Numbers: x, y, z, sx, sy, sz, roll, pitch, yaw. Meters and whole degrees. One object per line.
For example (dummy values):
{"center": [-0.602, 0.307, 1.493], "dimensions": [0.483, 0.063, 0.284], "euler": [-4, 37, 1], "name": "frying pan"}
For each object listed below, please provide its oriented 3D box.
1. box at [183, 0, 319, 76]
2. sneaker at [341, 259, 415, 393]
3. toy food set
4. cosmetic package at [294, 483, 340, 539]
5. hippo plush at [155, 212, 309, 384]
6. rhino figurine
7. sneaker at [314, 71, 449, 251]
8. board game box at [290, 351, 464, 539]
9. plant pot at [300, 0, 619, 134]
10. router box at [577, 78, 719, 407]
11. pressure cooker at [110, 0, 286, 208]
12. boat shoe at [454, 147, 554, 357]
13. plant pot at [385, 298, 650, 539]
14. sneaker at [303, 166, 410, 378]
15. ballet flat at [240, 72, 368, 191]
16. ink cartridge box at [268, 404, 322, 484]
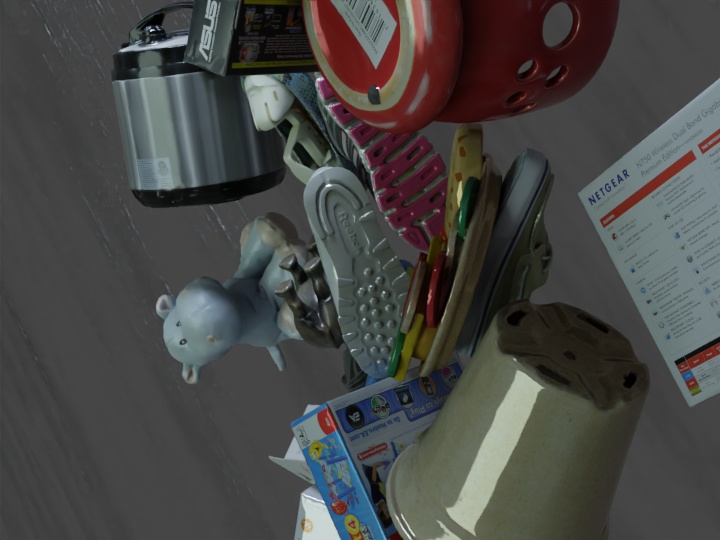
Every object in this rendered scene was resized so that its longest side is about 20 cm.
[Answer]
{"center": [-0.047, -0.239, 0.968], "dimensions": [0.044, 0.199, 0.163], "euler": [24, 112, 27], "name": "box"}
{"center": [0.013, 0.067, 1.239], "dimensions": [0.083, 0.070, 0.201], "euler": [42, 141, 28], "name": "sneaker"}
{"center": [0.072, -0.008, 1.028], "dimensions": [0.048, 0.199, 0.202], "euler": [17, 132, 0], "name": "toy food set"}
{"center": [0.029, 0.285, 1.233], "dimensions": [0.197, 0.050, 0.084], "euler": [15, 103, 24], "name": "cosmetic package"}
{"center": [-0.146, 0.030, 1.361], "dimensions": [0.200, 0.159, 0.162], "euler": [-39, 66, 62], "name": "hippo plush"}
{"center": [-0.039, 0.016, 1.235], "dimensions": [0.088, 0.059, 0.200], "euler": [59, -170, -15], "name": "rhino figurine"}
{"center": [0.021, -0.111, 1.137], "dimensions": [0.201, 0.073, 0.087], "euler": [57, 176, -6], "name": "sneaker"}
{"center": [0.055, 0.194, 1.116], "dimensions": [0.056, 0.199, 0.198], "euler": [-32, 78, 40], "name": "board game box"}
{"center": [0.064, -0.204, 0.923], "dimensions": [0.200, 0.181, 0.203], "euler": [36, 136, 44], "name": "plant pot"}
{"center": [0.259, -0.024, 0.838], "dimensions": [0.182, 0.048, 0.200], "euler": [64, 147, 11], "name": "router box"}
{"center": [-0.169, -0.178, 1.284], "dimensions": [0.179, 0.173, 0.204], "euler": [-122, 22, -77], "name": "pressure cooker"}
{"center": [0.130, -0.009, 1.038], "dimensions": [0.061, 0.072, 0.202], "euler": [17, 124, 1], "name": "boat shoe"}
{"center": [0.140, 0.135, 0.994], "dimensions": [0.200, 0.198, 0.186], "euler": [44, 128, 35], "name": "plant pot"}
{"center": [0.000, 0.000, 1.141], "dimensions": [0.080, 0.075, 0.203], "euler": [-160, 54, -81], "name": "sneaker"}
{"center": [-0.062, -0.141, 1.177], "dimensions": [0.200, 0.074, 0.074], "euler": [49, 151, -17], "name": "ballet flat"}
{"center": [0.003, 0.193, 1.271], "dimensions": [0.115, 0.069, 0.199], "euler": [35, 158, -26], "name": "ink cartridge box"}
